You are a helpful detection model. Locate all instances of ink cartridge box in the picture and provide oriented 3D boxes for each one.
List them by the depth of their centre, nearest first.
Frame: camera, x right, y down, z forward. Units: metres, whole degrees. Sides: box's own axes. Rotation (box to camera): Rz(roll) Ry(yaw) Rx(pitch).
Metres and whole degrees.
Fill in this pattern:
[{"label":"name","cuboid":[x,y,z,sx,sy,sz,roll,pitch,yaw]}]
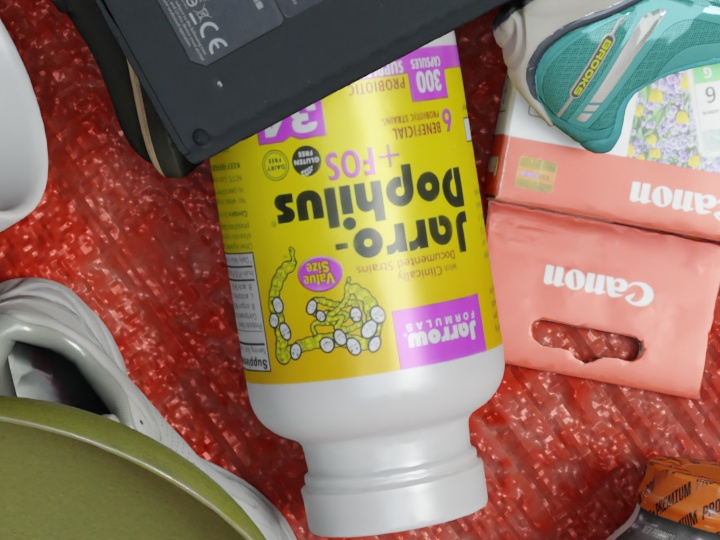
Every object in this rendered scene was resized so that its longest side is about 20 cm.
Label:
[{"label":"ink cartridge box","cuboid":[0.110,-0.053,0.986,0.109,0.050,0.200,10,91,-3]}]

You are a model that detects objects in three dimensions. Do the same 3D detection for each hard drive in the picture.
[{"label":"hard drive","cuboid":[-0.013,-0.140,0.854,0.200,0.033,0.140,-25,97,29]}]

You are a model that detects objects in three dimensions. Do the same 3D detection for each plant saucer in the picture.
[{"label":"plant saucer","cuboid":[-0.115,0.109,0.920,0.200,0.200,0.031,20,49,-3]}]

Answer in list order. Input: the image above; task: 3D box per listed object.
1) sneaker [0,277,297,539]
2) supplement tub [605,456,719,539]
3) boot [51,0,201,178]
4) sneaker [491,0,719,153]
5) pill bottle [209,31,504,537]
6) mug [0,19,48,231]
[{"label":"sneaker","cuboid":[-0.093,0.092,0.964,0.078,0.099,0.200,-43,94,1]},{"label":"supplement tub","cuboid":[0.142,0.181,0.966,0.122,0.123,0.200,10,93,-2]},{"label":"boot","cuboid":[-0.133,-0.135,0.976,0.138,0.077,0.200,-1,112,23]},{"label":"sneaker","cuboid":[0.147,-0.121,0.931,0.200,0.078,0.080,-33,102,9]},{"label":"pill bottle","cuboid":[0.000,0.000,0.960,0.104,0.104,0.200,-10,94,-1]},{"label":"mug","cuboid":[-0.221,-0.023,0.926,0.175,0.148,0.200,-28,91,18]}]
